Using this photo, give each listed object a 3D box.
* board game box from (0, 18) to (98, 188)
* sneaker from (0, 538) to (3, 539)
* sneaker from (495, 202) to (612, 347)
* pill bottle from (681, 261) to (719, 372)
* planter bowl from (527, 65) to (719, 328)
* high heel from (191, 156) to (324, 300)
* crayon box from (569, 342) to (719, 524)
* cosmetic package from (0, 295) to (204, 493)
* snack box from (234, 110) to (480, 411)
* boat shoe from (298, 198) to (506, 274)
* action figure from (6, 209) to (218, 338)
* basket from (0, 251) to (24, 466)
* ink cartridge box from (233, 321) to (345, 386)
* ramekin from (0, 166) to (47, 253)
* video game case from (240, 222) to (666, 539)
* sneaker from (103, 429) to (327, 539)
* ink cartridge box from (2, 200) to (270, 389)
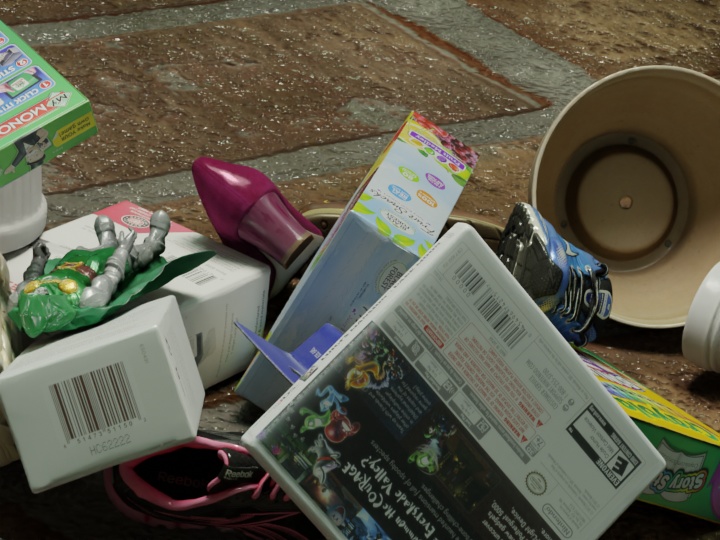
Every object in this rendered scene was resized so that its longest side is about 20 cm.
[{"bbox_3d":[-0.280,-0.078,1.448,0.199,0.029,0.135,-31,47,-19],"label":"board game box"},{"bbox_3d":[-0.253,0.212,1.277,0.081,0.075,0.200,-2,18,11],"label":"sneaker"},{"bbox_3d":[0.132,0.005,1.589,0.089,0.079,0.200,20,2,2],"label":"sneaker"},{"bbox_3d":[0.341,0.065,1.717,0.199,0.109,0.109,24,29,27],"label":"pill bottle"},{"bbox_3d":[0.220,-0.055,1.859,0.199,0.202,0.135,6,-2,-7],"label":"planter bowl"},{"bbox_3d":[-0.079,-0.036,1.721,0.096,0.067,0.200,42,-12,4],"label":"high heel"},{"bbox_3d":[0.145,0.092,1.564,0.172,0.059,0.199,32,8,40],"label":"crayon box"},{"bbox_3d":[-0.152,0.070,1.405,0.101,0.072,0.200,-18,5,0],"label":"cosmetic package"},{"bbox_3d":[0.000,0.000,1.656,0.067,0.169,0.200,33,28,0],"label":"snack box"},{"bbox_3d":[0.043,-0.026,1.842,0.198,0.072,0.068,7,27,1],"label":"boat shoe"},{"bbox_3d":[-0.175,0.004,1.497,0.117,0.055,0.200,-6,13,14],"label":"action figure"},{"bbox_3d":[-0.283,0.029,1.457,0.123,0.136,0.201,-20,47,-1],"label":"basket"},{"bbox_3d":[0.030,0.091,1.473,0.200,0.047,0.198,36,0,-20],"label":"ink cartridge box"},{"bbox_3d":[-0.312,-0.084,1.630,0.201,0.095,0.203,9,17,-3],"label":"ramekin"},{"bbox_3d":[0.057,0.106,1.368,0.182,0.200,0.023,-44,18,-11],"label":"video game case"},{"bbox_3d":[-0.062,0.130,1.446,0.198,0.080,0.095,2,-12,-1],"label":"sneaker"},{"bbox_3d":[-0.180,0.035,1.626,0.145,0.085,0.200,24,28,30],"label":"ink cartridge box"}]
